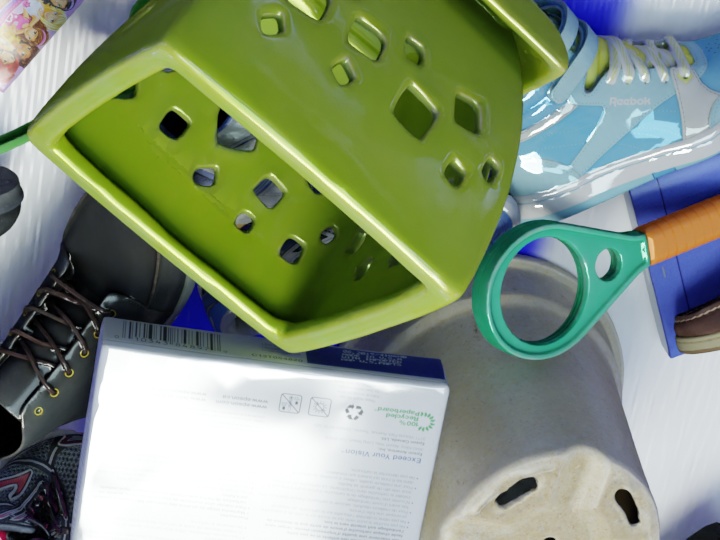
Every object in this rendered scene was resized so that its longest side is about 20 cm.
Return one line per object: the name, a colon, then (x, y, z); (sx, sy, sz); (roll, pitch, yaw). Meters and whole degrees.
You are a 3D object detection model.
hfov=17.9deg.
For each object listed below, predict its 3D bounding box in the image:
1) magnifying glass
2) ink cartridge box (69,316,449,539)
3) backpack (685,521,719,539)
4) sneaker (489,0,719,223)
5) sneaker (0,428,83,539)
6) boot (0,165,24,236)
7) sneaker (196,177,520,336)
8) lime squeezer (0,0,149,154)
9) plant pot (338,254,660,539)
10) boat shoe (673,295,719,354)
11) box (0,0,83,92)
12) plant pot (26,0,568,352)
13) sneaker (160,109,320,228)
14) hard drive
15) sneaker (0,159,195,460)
magnifying glass: (0.151, -0.007, 1.352); (0.199, 0.022, 0.080); (-22, 110, -29)
ink cartridge box: (-0.063, 0.133, 1.294); (0.198, 0.041, 0.201); (8, 112, -8)
backpack: (0.208, 0.278, 1.530); (0.200, 0.127, 0.167); (-38, 108, 9)
sneaker: (0.150, -0.120, 1.330); (0.199, 0.080, 0.131); (-28, 122, 1)
sneaker: (-0.200, 0.155, 1.318); (0.074, 0.200, 0.081); (-12, 107, 34)
boot: (-0.252, 0.048, 1.328); (0.164, 0.066, 0.201); (-12, 117, 2)
sneaker: (0.000, 0.000, 1.342); (0.199, 0.077, 0.076); (-17, 120, 8)
lime squeezer: (-0.130, -0.125, 1.257); (0.038, 0.071, 0.200); (32, 75, 14)
plant pot: (0.090, 0.120, 1.383); (0.199, 0.184, 0.202); (-6, 119, -10)
boat shoe: (0.277, -0.013, 1.403); (0.199, 0.072, 0.072); (-26, 91, 14)
box: (-0.183, -0.212, 1.222); (0.137, 0.039, 0.200); (36, 105, -28)
plant pot: (-0.022, -0.095, 1.183); (0.200, 0.199, 0.182); (41, 64, -16)
sneaker: (-0.043, -0.075, 1.309); (0.199, 0.075, 0.089); (-10, 119, -9)
hard drive: (0.272, -0.035, 1.435); (0.199, 0.025, 0.133); (-20, 120, -2)
sneaker: (-0.159, 0.028, 1.285); (0.075, 0.106, 0.201); (36, 133, 17)
